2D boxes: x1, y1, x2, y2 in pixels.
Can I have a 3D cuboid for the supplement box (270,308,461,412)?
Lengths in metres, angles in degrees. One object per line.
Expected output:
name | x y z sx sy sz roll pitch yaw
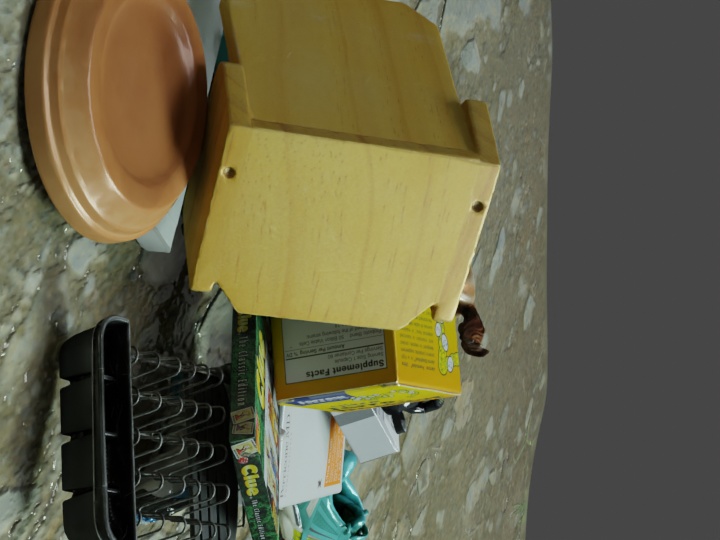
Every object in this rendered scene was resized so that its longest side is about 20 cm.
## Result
supplement box | 0.000 0.000 1.618 0.109 0.108 0.202 14 69 -59

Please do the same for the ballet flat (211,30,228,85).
ballet flat | -0.081 -0.118 1.676 0.069 0.067 0.202 -84 171 -59

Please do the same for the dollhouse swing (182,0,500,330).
dollhouse swing | -0.027 -0.085 1.527 0.176 0.198 0.183 -117 -142 -56

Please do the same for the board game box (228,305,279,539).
board game box | -0.077 0.094 1.560 0.201 0.023 0.105 -92 171 -51

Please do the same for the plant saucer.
plant saucer | -0.152 -0.118 1.392 0.200 0.037 0.202 2 90 -66

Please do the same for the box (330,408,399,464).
box | -0.024 0.041 1.803 0.157 0.041 0.201 -92 160 -51

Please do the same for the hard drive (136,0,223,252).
hard drive | -0.141 -0.132 1.515 0.132 0.026 0.202 64 35 -63

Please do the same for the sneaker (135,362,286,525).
sneaker | -0.130 0.125 1.592 0.087 0.074 0.200 65 24 -6

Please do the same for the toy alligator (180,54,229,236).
toy alligator | -0.111 -0.078 1.602 0.054 0.059 0.202 -12 113 -31

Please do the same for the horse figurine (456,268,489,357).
horse figurine | 0.049 -0.011 1.746 0.201 0.050 0.132 58 30 8

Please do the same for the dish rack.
dish rack | -0.131 0.124 1.450 0.199 0.054 0.155 20 63 -55

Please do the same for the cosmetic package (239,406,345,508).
cosmetic package | -0.070 0.141 1.787 0.200 0.071 0.103 4 92 -75

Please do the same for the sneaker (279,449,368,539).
sneaker | -0.031 0.241 1.948 0.078 0.079 0.201 -66 157 -51

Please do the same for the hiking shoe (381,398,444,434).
hiking shoe | 0.040 0.069 1.805 0.200 0.075 0.102 -43 120 -65
